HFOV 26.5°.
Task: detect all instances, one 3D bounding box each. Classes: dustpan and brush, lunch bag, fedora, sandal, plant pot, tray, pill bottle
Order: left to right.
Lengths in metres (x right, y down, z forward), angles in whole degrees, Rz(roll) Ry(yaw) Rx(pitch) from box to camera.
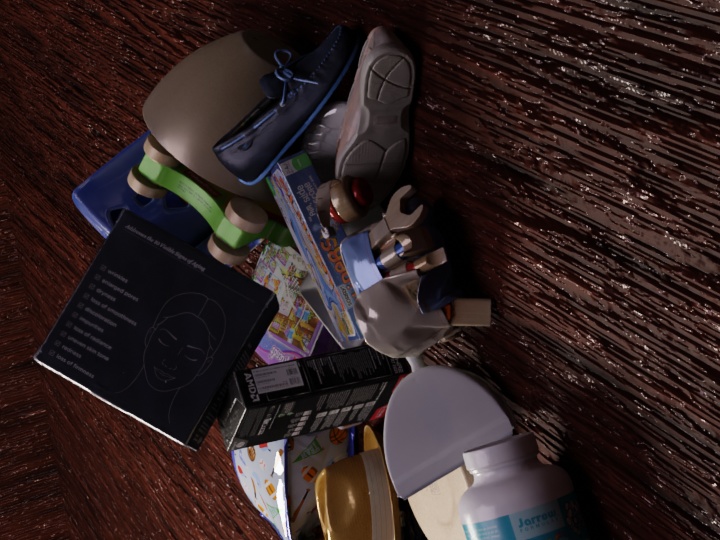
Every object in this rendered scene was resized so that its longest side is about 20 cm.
[{"bbox_3d":[-0.222,-0.075,1.909,0.180,0.200,0.200,51,172,1],"label":"plant pot"},{"bbox_3d":[-0.127,-0.191,1.727,0.135,0.200,0.200,-56,46,24],"label":"plant pot"},{"bbox_3d":[-0.086,0.254,1.967,0.170,0.124,0.200,34,127,56],"label":"lunch bag"},{"bbox_3d":[-0.020,-0.106,1.669,0.050,0.082,0.203,-63,-19,-47],"label":"sandal"},{"bbox_3d":[-0.007,0.281,1.797,0.201,0.082,0.201,175,90,-79],"label":"fedora"},{"bbox_3d":[0.000,0.000,1.679,0.107,0.022,0.200,53,140,20],"label":"tray"},{"bbox_3d":[0.069,0.124,1.548,0.057,0.140,0.200,41,-160,-56],"label":"dustpan and brush"},{"bbox_3d":[0.157,0.254,1.413,0.111,0.111,0.200,-28,79,67],"label":"pill bottle"}]

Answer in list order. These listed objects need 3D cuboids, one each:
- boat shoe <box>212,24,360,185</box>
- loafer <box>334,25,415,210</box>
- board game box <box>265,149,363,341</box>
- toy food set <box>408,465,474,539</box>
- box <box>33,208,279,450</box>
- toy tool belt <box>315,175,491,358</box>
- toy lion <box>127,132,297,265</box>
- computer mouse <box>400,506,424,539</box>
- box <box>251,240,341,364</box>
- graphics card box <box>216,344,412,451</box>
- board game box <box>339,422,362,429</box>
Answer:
[{"bbox_3d":[-0.080,-0.180,1.605,0.069,0.200,0.084,36,-173,-14],"label":"boat shoe"},{"bbox_3d":[0.014,-0.153,1.558,0.063,0.072,0.200,-106,23,-49],"label":"loafer"},{"bbox_3d":[-0.038,-0.022,1.615,0.200,0.034,0.135,65,170,0],"label":"board game box"},{"bbox_3d":[0.095,0.217,1.614,0.200,0.049,0.198,66,156,18],"label":"toy food set"},{"bbox_3d":[-0.225,0.069,1.728,0.200,0.197,0.124,29,172,5],"label":"box"},{"bbox_3d":[0.050,-0.019,1.518,0.123,0.125,0.200,-25,80,25],"label":"toy tool belt"},{"bbox_3d":[-0.137,-0.091,1.759,0.200,0.192,0.069,39,120,14],"label":"toy lion"},{"bbox_3d":[0.095,0.343,1.707,0.200,0.044,0.110,-141,46,-63],"label":"computer mouse"},{"bbox_3d":[-0.079,0.049,1.849,0.200,0.039,0.137,38,109,55],"label":"box"},{"bbox_3d":[-0.053,0.140,1.712,0.125,0.200,0.051,116,138,-58],"label":"graphics card box"},{"bbox_3d":[-0.059,0.100,1.914,0.200,0.035,0.126,37,136,56],"label":"board game box"}]
